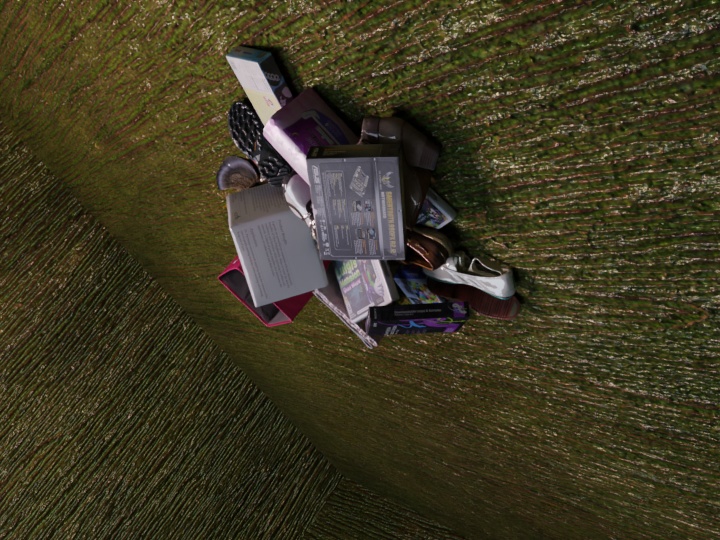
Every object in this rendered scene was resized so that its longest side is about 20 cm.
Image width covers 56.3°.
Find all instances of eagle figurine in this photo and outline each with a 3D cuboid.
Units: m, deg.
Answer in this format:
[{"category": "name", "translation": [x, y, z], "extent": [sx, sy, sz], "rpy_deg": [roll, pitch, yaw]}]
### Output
[{"category": "eagle figurine", "translation": [-0.269, -0.189, 1.627], "extent": [0.200, 0.148, 0.154], "rpy_deg": [-124, 41, -63]}]

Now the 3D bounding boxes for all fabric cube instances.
[{"category": "fabric cube", "translation": [-0.220, 0.002, 1.758], "extent": [0.200, 0.200, 0.196], "rpy_deg": [45, 156, -14]}]

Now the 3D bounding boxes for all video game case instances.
[{"category": "video game case", "translation": [0.075, -0.136, 1.312], "extent": [0.182, 0.023, 0.200], "rpy_deg": [43, 155, -6]}, {"category": "video game case", "translation": [0.000, 0.000, 1.401], "extent": [0.200, 0.023, 0.184], "rpy_deg": [-35, 71, 61]}]

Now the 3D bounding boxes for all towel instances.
[{"category": "towel", "translation": [-0.002, 0.054, 1.556], "extent": [0.200, 0.192, 0.032], "rpy_deg": [44, 133, -10]}]

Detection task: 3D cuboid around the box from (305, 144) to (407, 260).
[{"category": "box", "translation": [-0.003, -0.113, 1.151], "extent": [0.156, 0.049, 0.202], "rpy_deg": [-1, 125, 10]}]

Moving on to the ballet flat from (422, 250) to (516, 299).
[{"category": "ballet flat", "translation": [0.211, -0.004, 1.308], "extent": [0.198, 0.070, 0.070], "rpy_deg": [18, 149, 31]}]

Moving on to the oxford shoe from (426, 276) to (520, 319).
[{"category": "oxford shoe", "translation": [0.235, 0.047, 1.369], "extent": [0.198, 0.072, 0.074], "rpy_deg": [24, 180, 26]}]

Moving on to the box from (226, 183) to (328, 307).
[{"category": "box", "translation": [-0.184, -0.069, 1.477], "extent": [0.201, 0.169, 0.202], "rpy_deg": [-114, 9, -61]}]

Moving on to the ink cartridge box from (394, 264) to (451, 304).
[{"category": "ink cartridge box", "translation": [0.136, 0.034, 1.498], "extent": [0.119, 0.042, 0.201], "rpy_deg": [3, 135, 55]}]

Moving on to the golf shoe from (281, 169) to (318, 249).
[{"category": "golf shoe", "translation": [-0.079, -0.112, 1.326], "extent": [0.094, 0.078, 0.201], "rpy_deg": [28, 158, 53]}]

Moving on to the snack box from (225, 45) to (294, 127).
[{"category": "snack box", "translation": [-0.171, -0.329, 1.296], "extent": [0.116, 0.037, 0.201], "rpy_deg": [28, 155, 44]}]

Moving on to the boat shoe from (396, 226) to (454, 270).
[{"category": "boat shoe", "translation": [0.088, -0.051, 1.323], "extent": [0.198, 0.068, 0.072], "rpy_deg": [20, 151, 40]}]

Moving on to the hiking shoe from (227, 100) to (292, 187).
[{"category": "hiking shoe", "translation": [-0.213, -0.266, 1.434], "extent": [0.202, 0.074, 0.087], "rpy_deg": [60, -168, -4]}]

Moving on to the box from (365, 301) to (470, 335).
[{"category": "box", "translation": [0.110, 0.099, 1.354], "extent": [0.196, 0.037, 0.143], "rpy_deg": [-1, 163, -2]}]

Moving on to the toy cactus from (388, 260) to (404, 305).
[{"category": "toy cactus", "translation": [0.037, 0.018, 1.478], "extent": [0.202, 0.101, 0.166], "rpy_deg": [60, 150, 19]}]

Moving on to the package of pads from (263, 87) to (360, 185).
[{"category": "package of pads", "translation": [-0.070, -0.220, 1.226], "extent": [0.200, 0.120, 0.076], "rpy_deg": [47, 153, 0]}]

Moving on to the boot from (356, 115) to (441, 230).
[{"category": "boot", "translation": [0.053, -0.174, 1.175], "extent": [0.144, 0.071, 0.202], "rpy_deg": [20, 129, 5]}]
